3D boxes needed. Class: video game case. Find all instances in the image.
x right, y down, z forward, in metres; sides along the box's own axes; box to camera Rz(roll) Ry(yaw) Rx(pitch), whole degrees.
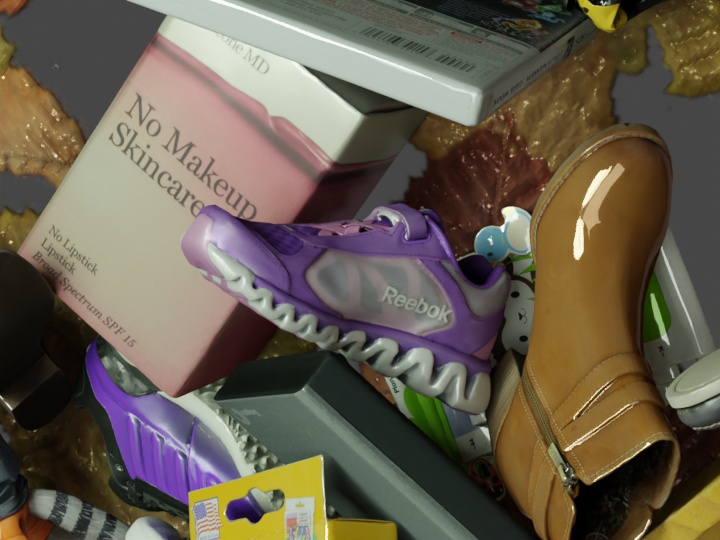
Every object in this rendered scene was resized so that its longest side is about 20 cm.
[{"bbox_3d":[0.005,-0.137,1.098,0.198,0.182,0.024,21,117,18],"label":"video game case"}]

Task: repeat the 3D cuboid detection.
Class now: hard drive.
[{"bbox_3d":[0.022,0.119,1.135,0.200,0.139,0.033,43,71,-14],"label":"hard drive"}]

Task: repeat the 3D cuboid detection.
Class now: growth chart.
[{"bbox_3d":[0.098,0.039,1.180,0.199,0.018,0.146,-31,87,22],"label":"growth chart"}]

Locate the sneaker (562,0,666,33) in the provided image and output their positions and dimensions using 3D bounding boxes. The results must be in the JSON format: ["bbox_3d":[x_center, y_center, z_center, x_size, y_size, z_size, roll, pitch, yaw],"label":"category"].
[{"bbox_3d":[0.108,-0.166,1.097,0.198,0.070,0.091,-1,75,20],"label":"sneaker"}]

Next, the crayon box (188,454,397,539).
[{"bbox_3d":[-0.033,0.208,1.127,0.125,0.051,0.202,-20,68,48],"label":"crayon box"}]

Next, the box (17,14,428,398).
[{"bbox_3d":[-0.075,-0.051,1.185,0.128,0.109,0.201,40,112,12],"label":"box"}]

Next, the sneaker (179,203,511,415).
[{"bbox_3d":[0.000,0.000,1.108,0.089,0.199,0.080,-63,31,4],"label":"sneaker"}]

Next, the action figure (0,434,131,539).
[{"bbox_3d":[-0.219,0.112,1.255,0.104,0.201,0.194,-33,116,16],"label":"action figure"}]

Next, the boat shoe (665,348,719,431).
[{"bbox_3d":[0.236,0.048,1.039,0.072,0.199,0.063,-15,95,61],"label":"boat shoe"}]

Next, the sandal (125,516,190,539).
[{"bbox_3d":[-0.064,0.223,1.234,0.203,0.082,0.050,44,94,2],"label":"sandal"}]

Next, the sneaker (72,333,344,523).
[{"bbox_3d":[-0.093,0.115,1.250,0.200,0.069,0.100,48,119,13],"label":"sneaker"}]

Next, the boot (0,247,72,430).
[{"bbox_3d":[-0.255,-0.013,1.229,0.064,0.187,0.200,-37,66,-19],"label":"boot"}]

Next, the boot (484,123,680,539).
[{"bbox_3d":[0.122,0.041,1.073,0.076,0.156,0.201,19,111,-20],"label":"boot"}]

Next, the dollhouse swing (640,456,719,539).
[{"bbox_3d":[0.192,0.224,1.102,0.176,0.182,0.200,-41,83,12],"label":"dollhouse swing"}]
